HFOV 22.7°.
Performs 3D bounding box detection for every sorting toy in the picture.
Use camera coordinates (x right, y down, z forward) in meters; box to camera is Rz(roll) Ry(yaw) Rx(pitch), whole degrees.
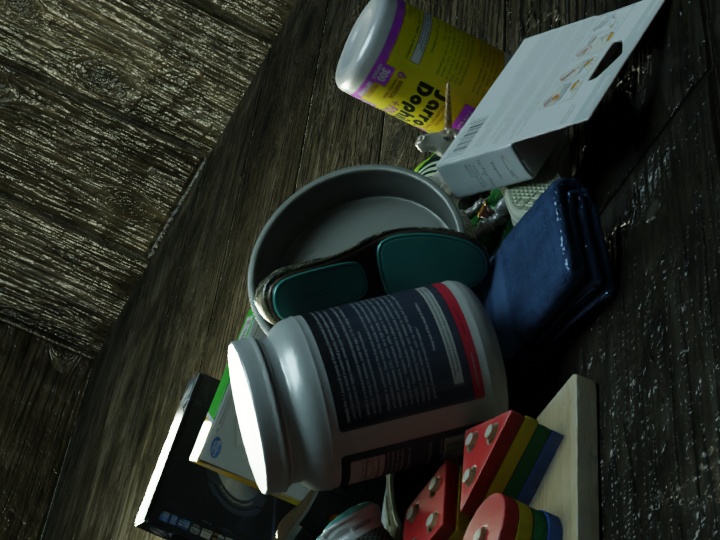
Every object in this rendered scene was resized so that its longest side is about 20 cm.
[{"bbox_3d":[0.095,0.197,1.327,0.199,0.069,0.200,-56,16,36],"label":"sorting toy"}]

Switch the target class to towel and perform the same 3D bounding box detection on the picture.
[{"bbox_3d":[0.138,0.019,1.478,0.200,0.048,0.112,126,146,-49],"label":"towel"}]

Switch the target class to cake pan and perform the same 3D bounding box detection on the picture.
[{"bbox_3d":[0.000,0.000,1.572,0.037,0.199,0.201,61,-138,-55],"label":"cake pan"}]

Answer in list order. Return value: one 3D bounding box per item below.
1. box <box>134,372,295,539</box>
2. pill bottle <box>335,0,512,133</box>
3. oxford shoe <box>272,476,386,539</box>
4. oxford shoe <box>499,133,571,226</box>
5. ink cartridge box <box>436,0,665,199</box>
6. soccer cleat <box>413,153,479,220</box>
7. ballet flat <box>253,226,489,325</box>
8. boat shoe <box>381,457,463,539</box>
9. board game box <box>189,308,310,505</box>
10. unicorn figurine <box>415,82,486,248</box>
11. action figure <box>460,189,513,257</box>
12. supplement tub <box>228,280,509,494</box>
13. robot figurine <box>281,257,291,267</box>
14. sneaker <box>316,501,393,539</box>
[{"bbox_3d":[-0.103,0.215,1.783,0.044,0.199,0.161,-35,32,65],"label":"box"},{"bbox_3d":[0.083,-0.183,1.752,0.105,0.199,0.104,-59,15,26],"label":"pill bottle"},{"bbox_3d":[-0.024,0.203,1.555,0.200,0.073,0.084,-47,14,-23],"label":"oxford shoe"},{"bbox_3d":[0.157,-0.073,1.585,0.075,0.058,0.200,-21,26,10],"label":"oxford shoe"},{"bbox_3d":[0.178,-0.154,1.571,0.173,0.044,0.200,-13,32,44],"label":"ink cartridge box"},{"bbox_3d":[0.095,-0.092,1.853,0.081,0.067,0.200,-51,15,7],"label":"soccer cleat"},{"bbox_3d":[0.005,0.003,1.496,0.075,0.199,0.068,-161,60,-73],"label":"ballet flat"},{"bbox_3d":[0.059,0.155,1.515,0.068,0.074,0.201,107,172,-70],"label":"boat shoe"},{"bbox_3d":[-0.037,0.142,1.650,0.154,0.199,0.040,-68,13,-12],"label":"board game box"},{"bbox_3d":[0.060,-0.057,1.661,0.074,0.137,0.201,77,170,-56],"label":"unicorn figurine"},{"bbox_3d":[0.114,-0.033,1.701,0.201,0.055,0.118,-58,12,14],"label":"action figure"},{"bbox_3d":[0.006,0.094,1.424,0.140,0.199,0.141,168,90,-78],"label":"supplement tub"},{"bbox_3d":[0.003,0.036,1.652,0.200,0.145,0.058,39,113,44],"label":"robot figurine"},{"bbox_3d":[0.007,0.283,1.463,0.091,0.077,0.201,44,150,35],"label":"sneaker"}]
